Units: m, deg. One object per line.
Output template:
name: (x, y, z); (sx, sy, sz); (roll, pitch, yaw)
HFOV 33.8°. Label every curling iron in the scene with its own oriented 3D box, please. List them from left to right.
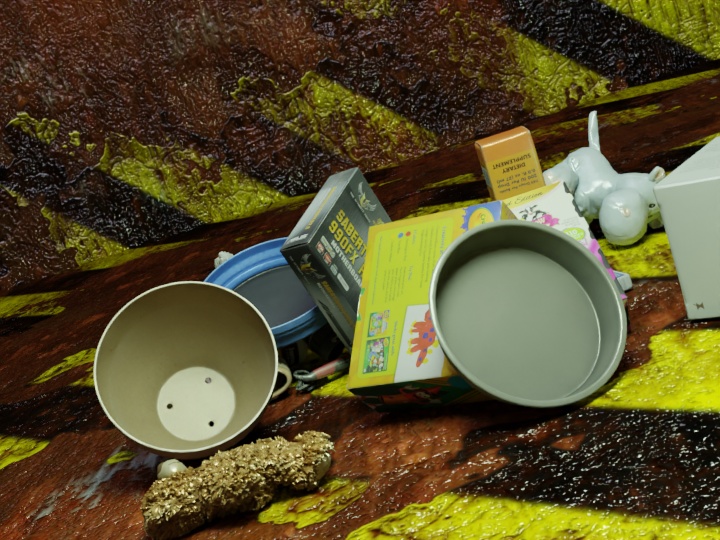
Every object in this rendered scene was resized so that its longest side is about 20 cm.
curling iron: (-0.001, 0.104, 1.496); (0.200, 0.026, 0.050); (-24, 10, -27)

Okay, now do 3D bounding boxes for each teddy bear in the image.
teddy bear: (-0.119, 0.195, 1.148); (0.200, 0.067, 0.145); (-16, 9, 9)

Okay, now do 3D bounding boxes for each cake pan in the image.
cake pan: (0.160, 0.045, 1.156); (0.200, 0.200, 0.037); (-23, -20, -22)

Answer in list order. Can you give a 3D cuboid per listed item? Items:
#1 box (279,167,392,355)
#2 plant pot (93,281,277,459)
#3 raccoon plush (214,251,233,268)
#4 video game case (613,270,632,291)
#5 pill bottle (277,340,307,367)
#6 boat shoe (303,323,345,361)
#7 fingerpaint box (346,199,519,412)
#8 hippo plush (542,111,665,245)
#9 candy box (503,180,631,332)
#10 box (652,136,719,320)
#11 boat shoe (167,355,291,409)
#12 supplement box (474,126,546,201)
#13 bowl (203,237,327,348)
box: (0.000, 0.000, 1.451); (0.048, 0.200, 0.158); (-14, 30, 36)
plant pot: (-0.193, 0.131, 1.349); (0.200, 0.200, 0.135); (-21, -24, -13)
raccoon plush: (-0.100, 0.018, 1.722); (0.134, 0.200, 0.097); (-25, -20, -35)
video game case: (0.217, 0.033, 1.495); (0.182, 0.022, 0.200); (-21, 12, -12)
pill bottle: (-0.146, 0.093, 1.576); (0.200, 0.109, 0.109); (-23, 12, -17)
boat shoe: (0.022, 0.073, 1.558); (0.200, 0.073, 0.063); (-16, 44, -24)
fingerpaint box: (0.085, 0.040, 1.256); (0.167, 0.073, 0.200); (-11, 56, 29)
hippo plush: (0.348, -0.090, 1.672); (0.161, 0.159, 0.200); (23, 49, 27)
candy box: (0.201, 0.000, 1.324); (0.136, 0.061, 0.200); (-19, 45, 0)
box: (0.414, -0.056, 1.263); (0.106, 0.152, 0.200); (-9, 16, 38)
boat shoe: (-0.182, 0.150, 1.458); (0.200, 0.071, 0.065); (-19, 10, -6)
supplement box: (0.200, -0.069, 1.442); (0.066, 0.200, 0.069); (-18, 13, 2)
bowl: (-0.111, 0.030, 1.507); (0.200, 0.039, 0.201); (-13, 34, 9)
